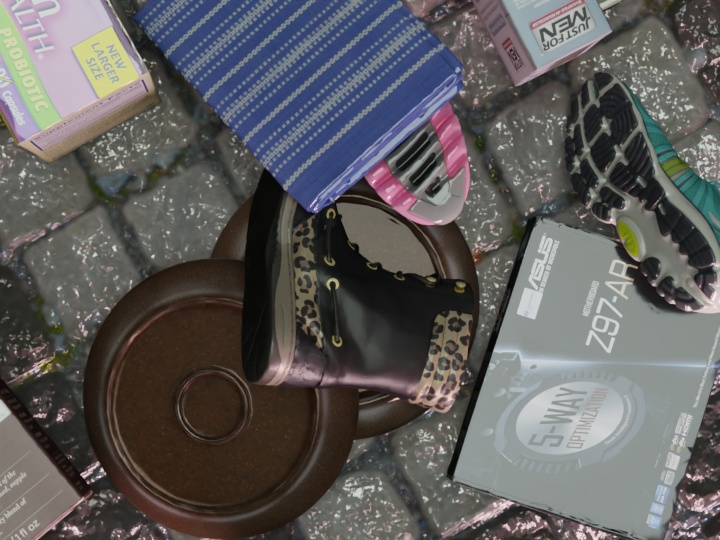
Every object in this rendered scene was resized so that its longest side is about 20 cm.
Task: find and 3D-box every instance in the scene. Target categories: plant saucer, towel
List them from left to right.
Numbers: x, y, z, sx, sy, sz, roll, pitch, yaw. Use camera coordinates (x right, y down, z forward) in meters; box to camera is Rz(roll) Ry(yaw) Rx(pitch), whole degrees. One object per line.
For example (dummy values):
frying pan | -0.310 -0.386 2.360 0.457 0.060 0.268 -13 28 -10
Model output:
plant saucer | -0.102 0.093 1.520 0.199 0.034 0.201 1 96 9
towel | -0.042 -0.151 1.474 0.145 0.024 0.200 -42 72 -1
plant saucer | -0.013 0.021 1.549 0.199 0.032 0.201 0 88 -3

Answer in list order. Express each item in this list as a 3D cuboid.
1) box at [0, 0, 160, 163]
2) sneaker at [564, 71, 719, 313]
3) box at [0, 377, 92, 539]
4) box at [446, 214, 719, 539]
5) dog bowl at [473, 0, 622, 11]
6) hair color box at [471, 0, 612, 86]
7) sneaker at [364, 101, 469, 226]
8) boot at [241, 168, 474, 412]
box | -0.220 -0.175 1.457 0.096 0.200 0.176 -29 91 -4
sneaker | 0.211 -0.052 1.532 0.078 0.079 0.200 -47 61 37
box | -0.287 0.111 1.512 0.100 0.075 0.200 -40 89 -3
box | 0.167 0.079 1.550 0.160 0.044 0.201 19 88 -3
dog bowl | 0.128 -0.272 1.541 0.199 0.074 0.201 0 90 -3
hair color box | 0.091 -0.229 1.452 0.060 0.099 0.201 -27 91 -4
sneaker | 0.010 -0.111 1.516 0.079 0.095 0.200 -34 77 -5
boot | 0.000 0.000 1.494 0.150 0.073 0.201 15 58 -19
